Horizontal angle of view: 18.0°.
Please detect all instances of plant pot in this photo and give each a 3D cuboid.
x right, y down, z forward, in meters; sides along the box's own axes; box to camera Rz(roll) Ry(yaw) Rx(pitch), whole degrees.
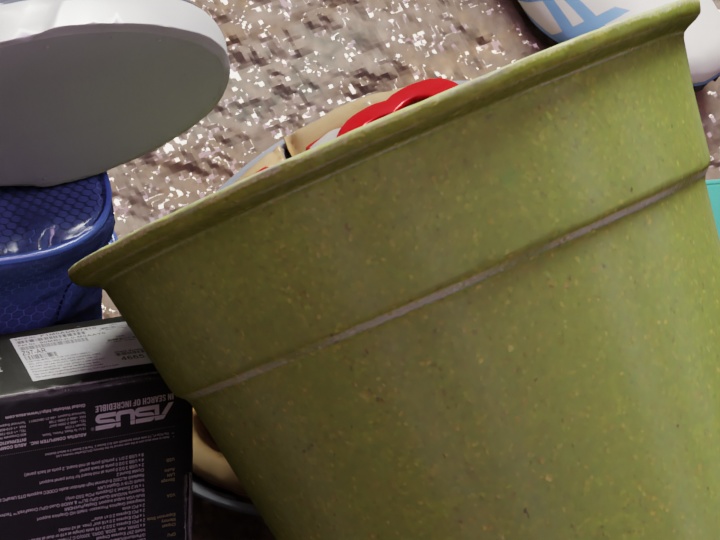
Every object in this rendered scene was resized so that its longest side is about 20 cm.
[{"bbox_3d":[0.041,0.048,0.665,0.199,0.200,0.191,-23,91,-25],"label":"plant pot"}]

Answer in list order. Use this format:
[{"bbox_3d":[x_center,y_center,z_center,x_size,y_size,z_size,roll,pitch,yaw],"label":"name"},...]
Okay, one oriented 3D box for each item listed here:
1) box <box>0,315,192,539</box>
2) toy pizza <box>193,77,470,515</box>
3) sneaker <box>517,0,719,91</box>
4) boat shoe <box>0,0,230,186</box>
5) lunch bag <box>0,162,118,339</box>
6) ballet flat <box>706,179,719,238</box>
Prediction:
[{"bbox_3d":[-0.152,0.107,0.722,0.199,0.161,0.044,-9,27,-20],"label":"box"},{"bbox_3d":[0.000,0.000,0.814,0.199,0.032,0.201,-17,43,17],"label":"toy pizza"},{"bbox_3d":[0.087,-0.159,0.963,0.072,0.073,0.200,-35,81,-29],"label":"sneaker"},{"bbox_3d":[-0.141,-0.065,0.708,0.199,0.071,0.070,-13,54,-17],"label":"boat shoe"},{"bbox_3d":[-0.176,-0.002,0.776,0.199,0.133,0.136,-7,50,-21],"label":"lunch bag"},{"bbox_3d":[0.077,0.009,0.837,0.064,0.199,0.076,67,33,-27],"label":"ballet flat"}]
